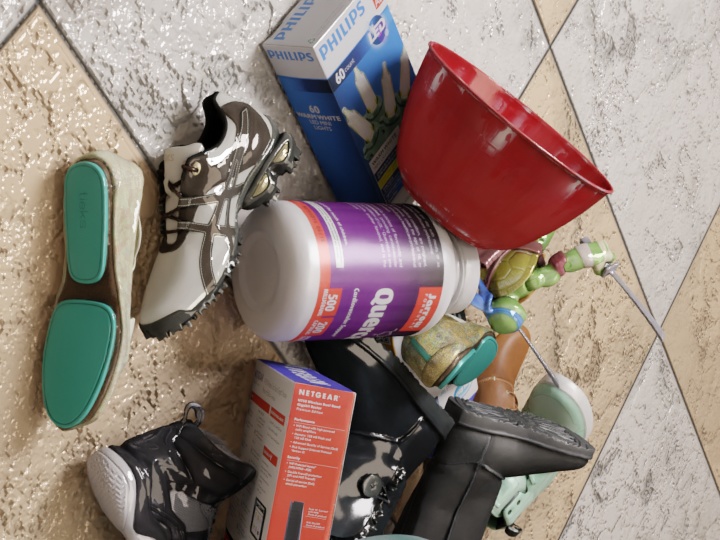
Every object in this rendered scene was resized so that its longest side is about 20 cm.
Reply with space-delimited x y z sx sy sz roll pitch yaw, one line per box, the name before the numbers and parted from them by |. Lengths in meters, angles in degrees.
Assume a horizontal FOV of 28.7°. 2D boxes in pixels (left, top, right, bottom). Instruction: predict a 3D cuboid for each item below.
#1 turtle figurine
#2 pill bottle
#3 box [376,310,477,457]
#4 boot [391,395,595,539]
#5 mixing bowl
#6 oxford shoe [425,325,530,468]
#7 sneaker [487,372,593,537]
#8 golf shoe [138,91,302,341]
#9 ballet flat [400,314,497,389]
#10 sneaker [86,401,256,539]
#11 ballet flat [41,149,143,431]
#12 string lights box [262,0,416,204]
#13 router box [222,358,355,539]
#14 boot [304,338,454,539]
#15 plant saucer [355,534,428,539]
turtle figurine | 0.188 0.000 1.406 0.144 0.198 0.195 113 -12 -58
pill bottle | 0.000 0.000 1.165 0.199 0.112 0.114 -1 99 -35
box | 0.060 0.081 1.369 0.119 0.041 0.202 -40 131 -41
boot | 0.123 0.237 1.383 0.163 0.066 0.202 17 100 -14
mixing bowl | 0.103 -0.090 1.186 0.109 0.200 0.200 -50 146 14
oxford shoe | 0.142 0.141 1.469 0.071 0.071 0.201 51 56 -44
sneaker | 0.177 0.201 1.481 0.118 0.073 0.201 -42 157 -36
golf shoe | -0.130 -0.044 1.067 0.094 0.077 0.201 41 63 -30
ballet flat | 0.081 0.069 1.301 0.200 0.070 0.071 4 96 -75
sneaker | -0.127 0.198 1.091 0.113 0.075 0.201 -33 122 -21
ballet flat | -0.182 0.016 1.005 0.062 0.067 0.202 -1 99 -63
string lights box | -0.001 -0.145 1.212 0.103 0.059 0.201 -54 137 -30
router box | -0.062 0.169 1.105 0.048 0.200 0.181 11 90 -12
boot | -0.017 0.153 1.247 0.200 0.076 0.169 47 70 -34
plant saucer | 0.006 0.288 1.262 0.200 0.199 0.036 42 25 -49
